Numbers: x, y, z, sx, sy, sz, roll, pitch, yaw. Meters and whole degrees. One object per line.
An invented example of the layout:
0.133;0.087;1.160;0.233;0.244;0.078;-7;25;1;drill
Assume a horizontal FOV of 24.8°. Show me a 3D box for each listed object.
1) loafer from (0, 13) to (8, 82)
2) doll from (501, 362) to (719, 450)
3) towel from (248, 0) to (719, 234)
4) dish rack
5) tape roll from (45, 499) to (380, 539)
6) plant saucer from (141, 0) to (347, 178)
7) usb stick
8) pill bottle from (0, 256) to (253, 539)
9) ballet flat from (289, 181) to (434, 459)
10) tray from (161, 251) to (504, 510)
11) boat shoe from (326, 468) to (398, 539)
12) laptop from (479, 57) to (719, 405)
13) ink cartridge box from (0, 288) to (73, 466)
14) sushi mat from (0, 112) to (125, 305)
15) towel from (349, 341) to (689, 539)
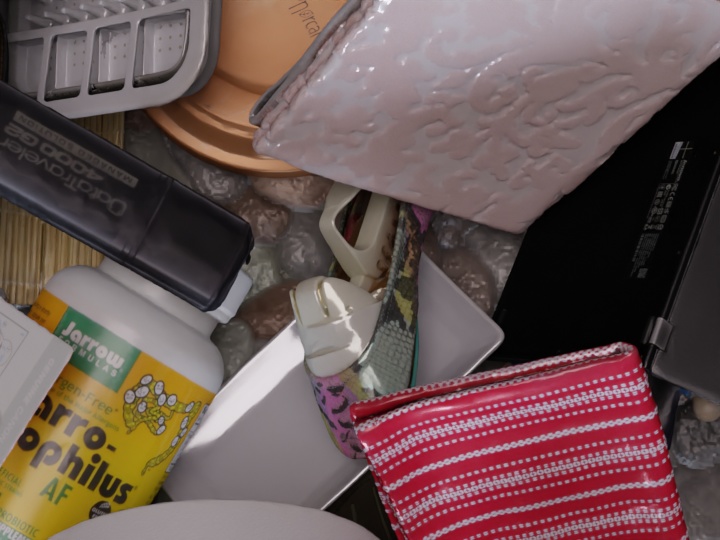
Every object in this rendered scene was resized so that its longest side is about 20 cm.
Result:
-0.221;-0.065;0.868;0.072;0.072;0.202;20;64;-27;loafer
0.133;0.079;0.909;0.135;0.048;0.202;8;81;25;doll
0.069;-0.100;0.818;0.190;0.200;0.033;15;50;-31;towel
-0.138;-0.182;0.921;0.170;0.043;0.202;-4;81;35;dish rack
-0.076;0.189;0.827;0.200;0.203;0.071;-6;56;2;tape roll
-0.049;-0.156;0.953;0.198;0.032;0.203;0;83;-1;plant saucer
-0.146;-0.046;0.831;0.199;0.033;0.056;30;68;-10;usb stick
-0.144;0.069;0.894;0.112;0.113;0.201;31;84;6;pill bottle
0.000;0.000;0.892;0.069;0.071;0.202;-9;58;40;ballet flat
-0.020;0.076;0.918;0.200;0.022;0.107;-43;56;-3;tray
0.063;0.121;0.878;0.199;0.068;0.073;-33;71;35;boat shoe
0.196;-0.008;0.884;0.116;0.199;0.189;35;70;-33;laptop
-0.234;0.080;0.877;0.199;0.047;0.161;27;83;43;ink cartridge box
-0.185;-0.079;0.965;0.095;0.012;0.202;1;83;2;sushi mat
0.088;0.127;0.812;0.143;0.023;0.201;-13;127;10;towel
